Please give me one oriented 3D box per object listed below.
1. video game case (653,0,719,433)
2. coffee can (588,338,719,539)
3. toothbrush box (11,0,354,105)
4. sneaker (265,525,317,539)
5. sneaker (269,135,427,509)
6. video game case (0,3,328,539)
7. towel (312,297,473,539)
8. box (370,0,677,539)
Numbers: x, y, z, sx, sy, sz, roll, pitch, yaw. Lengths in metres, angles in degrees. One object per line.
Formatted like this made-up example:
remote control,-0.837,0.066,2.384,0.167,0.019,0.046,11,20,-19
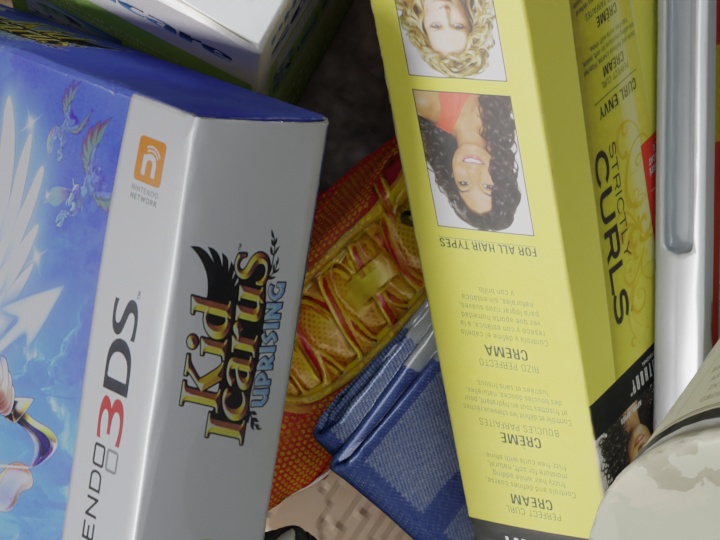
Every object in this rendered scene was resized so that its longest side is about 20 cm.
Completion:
video game case,0.124,-0.064,0.745,0.017,0.143,0.201,8,105,35
coffee can,0.167,0.033,0.685,0.146,0.146,0.200,39,53,3
toothbrush box,-0.032,-0.121,0.762,0.086,0.200,0.146,28,81,2
sneaker,-0.056,0.157,0.729,0.084,0.075,0.201,-2,52,27
sneaker,0.000,0.000,0.809,0.073,0.077,0.200,43,84,4
video game case,-0.097,0.025,0.725,0.045,0.200,0.182,0,104,-40
towel,0.089,0.014,0.803,0.200,0.024,0.147,-51,124,-7
box,0.050,-0.024,0.707,0.050,0.075,0.201,6,119,34
